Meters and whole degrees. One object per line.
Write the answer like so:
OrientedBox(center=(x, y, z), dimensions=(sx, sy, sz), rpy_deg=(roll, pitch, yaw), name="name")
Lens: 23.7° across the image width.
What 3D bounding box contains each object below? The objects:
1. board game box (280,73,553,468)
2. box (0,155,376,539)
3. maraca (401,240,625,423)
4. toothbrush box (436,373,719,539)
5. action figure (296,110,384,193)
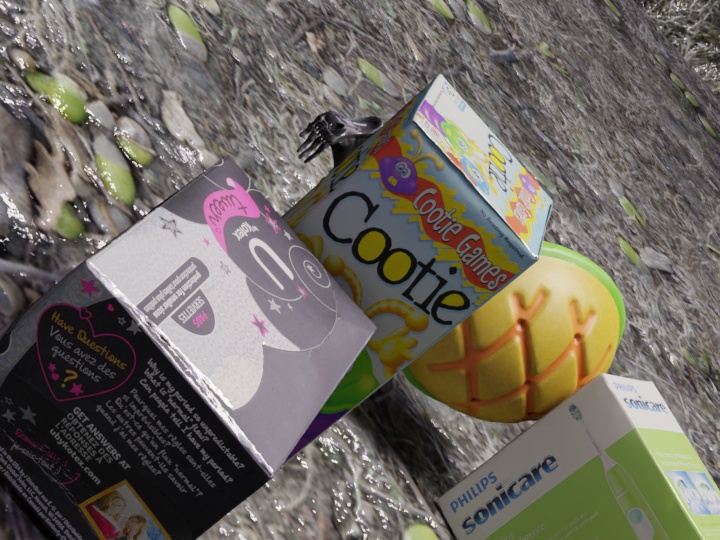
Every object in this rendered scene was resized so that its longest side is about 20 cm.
OrientedBox(center=(0.000, 0.000, 0.982), dimensions=(0.103, 0.200, 0.105), rpy_deg=(47, 21, -8), name="board game box")
OrientedBox(center=(-0.092, 0.043, 0.849), dimensions=(0.132, 0.115, 0.200), rpy_deg=(49, 21, -4), name="box")
OrientedBox(center=(0.076, 0.033, 1.090), dimensions=(0.198, 0.138, 0.107), rpy_deg=(14, 30, -22), name="maraca")
OrientedBox(center=(0.163, 0.189, 1.076), dimensions=(0.086, 0.145, 0.201), rpy_deg=(11, 44, -57), name="toothbrush box")
OrientedBox(center=(0.006, -0.011, 1.159), dimensions=(0.119, 0.101, 0.201), rpy_deg=(61, -4, 45), name="action figure")
